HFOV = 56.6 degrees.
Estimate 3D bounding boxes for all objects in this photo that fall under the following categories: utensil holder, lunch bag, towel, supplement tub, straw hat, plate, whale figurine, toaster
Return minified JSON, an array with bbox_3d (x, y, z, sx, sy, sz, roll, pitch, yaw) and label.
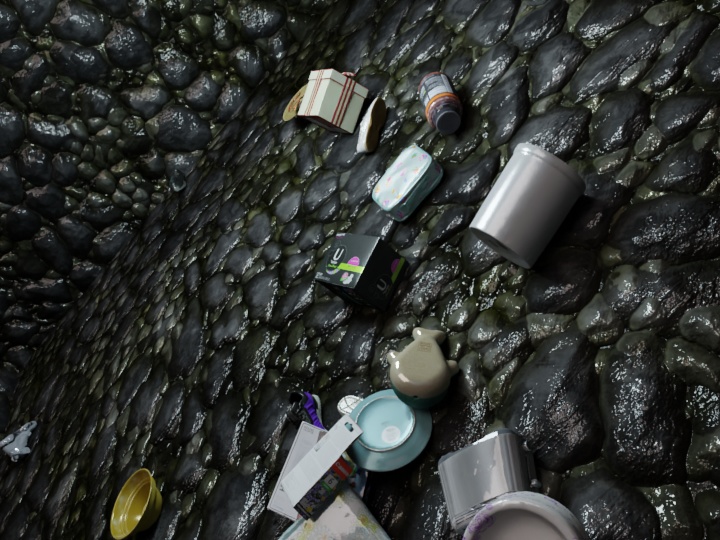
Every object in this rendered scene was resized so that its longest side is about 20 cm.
[{"bbox_3d":[0.344,-0.131,1.393,0.202,0.169,0.169,-56,34,-1],"label":"utensil holder"},{"bbox_3d":[0.128,-0.233,1.831,0.201,0.077,0.161,-50,35,7],"label":"lunch bag"},{"bbox_3d":[-0.055,0.546,1.327,0.200,0.048,0.171,-43,63,-4],"label":"towel"},{"bbox_3d":[0.229,-0.468,1.886,0.106,0.106,0.203,-36,38,24],"label":"supplement tub"},{"bbox_3d":[-0.210,-0.631,2.594,0.200,0.085,0.204,-37,32,27],"label":"straw hat"},{"bbox_3d":[0.053,0.326,1.402,0.195,0.026,0.203,-12,40,10],"label":"plate"},{"bbox_3d":[0.133,0.209,1.429,0.155,0.106,0.202,6,35,10],"label":"whale figurine"},{"bbox_3d":[0.217,0.374,1.156,0.198,0.113,0.131,-33,41,26],"label":"toaster"}]

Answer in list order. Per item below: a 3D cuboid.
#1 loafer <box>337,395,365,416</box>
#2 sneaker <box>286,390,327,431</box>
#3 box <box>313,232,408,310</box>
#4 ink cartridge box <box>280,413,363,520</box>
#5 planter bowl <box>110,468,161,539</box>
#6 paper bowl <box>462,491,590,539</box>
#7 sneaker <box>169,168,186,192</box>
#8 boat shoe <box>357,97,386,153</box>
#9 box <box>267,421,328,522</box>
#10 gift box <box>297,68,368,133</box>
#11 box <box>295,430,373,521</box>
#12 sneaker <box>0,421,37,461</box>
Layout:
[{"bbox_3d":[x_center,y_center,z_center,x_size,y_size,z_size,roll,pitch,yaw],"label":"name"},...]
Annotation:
[{"bbox_3d":[0.034,0.338,1.469,0.197,0.064,0.072,19,49,40],"label":"loafer"},{"bbox_3d":[-0.135,0.369,1.605,0.070,0.099,0.202,-43,37,14],"label":"sneaker"},{"bbox_3d":[0.000,0.000,1.744,0.198,0.124,0.151,9,68,55],"label":"box"},{"bbox_3d":[-0.068,0.398,1.368,0.200,0.051,0.109,-45,21,-9],"label":"ink cartridge box"},{"bbox_3d":[-0.643,0.698,1.966,0.198,0.083,0.204,-32,39,30],"label":"planter bowl"},{"bbox_3d":[0.257,0.443,1.011,0.196,0.104,0.206,-4,83,29],"label":"paper bowl"},{"bbox_3d":[-0.908,-0.428,3.311,0.080,0.074,0.201,-56,25,22],"label":"sneaker"},{"bbox_3d":[0.029,-0.472,2.168,0.068,0.070,0.204,-7,57,45],"label":"boat shoe"},{"bbox_3d":[-0.115,0.457,1.491,0.114,0.060,0.204,17,70,14],"label":"box"},{"bbox_3d":[-0.087,-0.592,2.326,0.183,0.197,0.191,21,92,52],"label":"gift box"},{"bbox_3d":[-0.048,0.457,1.415,0.133,0.038,0.204,6,67,22],"label":"box"},{"bbox_3d":[-1.517,0.770,3.004,0.074,0.116,0.200,-33,5,26],"label":"sneaker"}]
